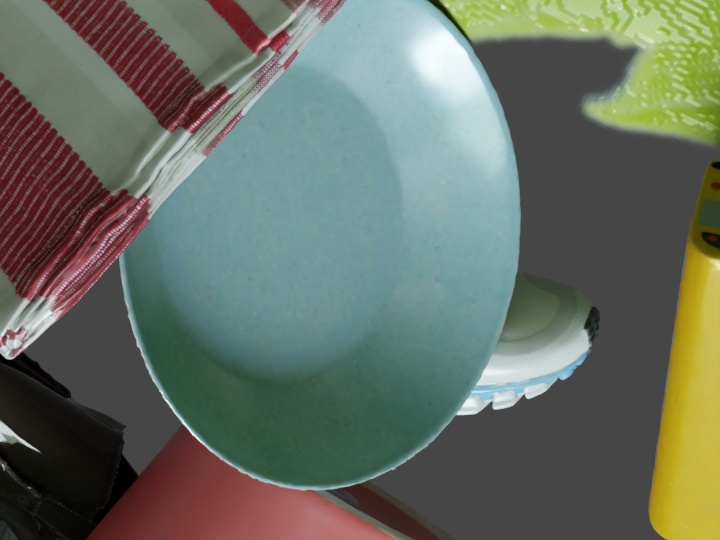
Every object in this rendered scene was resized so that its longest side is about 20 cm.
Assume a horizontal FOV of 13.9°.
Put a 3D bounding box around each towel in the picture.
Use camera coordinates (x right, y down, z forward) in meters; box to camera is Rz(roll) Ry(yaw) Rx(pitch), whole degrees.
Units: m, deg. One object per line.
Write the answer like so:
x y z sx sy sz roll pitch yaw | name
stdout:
-0.101 -0.083 1.075 0.200 0.144 0.023 -48 145 3 | towel

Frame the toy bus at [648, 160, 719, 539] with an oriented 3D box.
0.158 0.047 1.202 0.065 0.078 0.201 11 133 9 | toy bus

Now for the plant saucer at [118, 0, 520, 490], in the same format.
-0.022 -0.017 1.141 0.039 0.201 0.201 3 137 49 | plant saucer

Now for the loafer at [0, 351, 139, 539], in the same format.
-0.139 0.077 1.341 0.071 0.073 0.200 -17 134 25 | loafer

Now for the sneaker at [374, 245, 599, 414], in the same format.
0.000 0.000 1.220 0.199 0.075 0.087 8 127 11 | sneaker

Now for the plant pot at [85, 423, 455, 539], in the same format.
-0.052 0.168 1.285 0.200 0.200 0.178 29 92 -9 | plant pot

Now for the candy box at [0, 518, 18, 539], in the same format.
-0.216 0.158 1.443 0.116 0.057 0.201 6 131 14 | candy box
